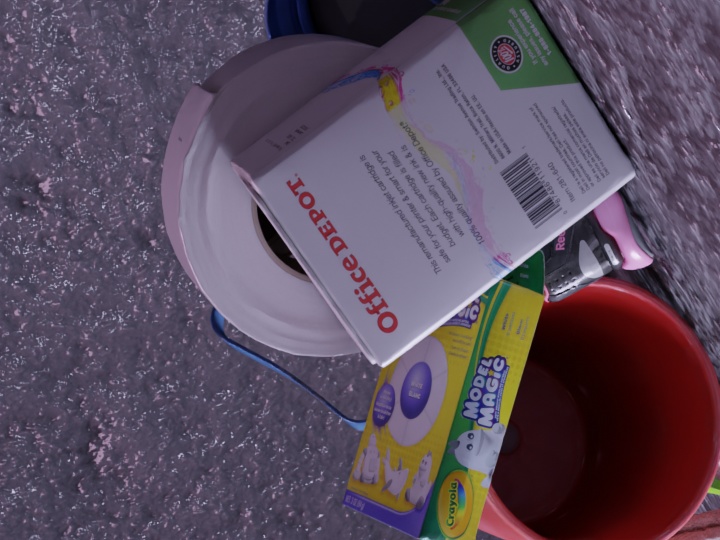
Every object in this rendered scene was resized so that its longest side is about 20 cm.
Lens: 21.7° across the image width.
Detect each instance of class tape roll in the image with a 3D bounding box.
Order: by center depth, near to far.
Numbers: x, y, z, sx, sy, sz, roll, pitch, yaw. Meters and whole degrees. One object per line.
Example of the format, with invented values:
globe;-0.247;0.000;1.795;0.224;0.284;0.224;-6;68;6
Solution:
tape roll;-0.027;-0.050;1.205;0.203;0.202;0.071;55;175;-18

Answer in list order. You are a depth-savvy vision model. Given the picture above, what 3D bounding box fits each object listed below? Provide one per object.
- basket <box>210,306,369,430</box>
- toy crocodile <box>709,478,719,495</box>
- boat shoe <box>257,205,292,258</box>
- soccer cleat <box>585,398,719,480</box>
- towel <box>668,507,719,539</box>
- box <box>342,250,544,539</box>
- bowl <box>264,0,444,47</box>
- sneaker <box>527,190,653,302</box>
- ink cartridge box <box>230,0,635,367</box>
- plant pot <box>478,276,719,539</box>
basket;0.000;0.000;1.384;0.176;0.201;0.139;29;174;32
toy crocodile;0.235;0.180;1.589;0.062;0.199;0.068;37;-129;-34
boat shoe;-0.061;-0.074;1.313;0.201;0.071;0.065;-68;-39;-50
soccer cleat;0.229;0.110;1.457;0.200;0.086;0.070;54;179;42
towel;0.248;0.223;1.425;0.133;0.198;0.035;55;-155;-56
box;0.057;0.075;1.244;0.048;0.202;0.117;20;175;-26
bowl;0.028;-0.143;1.267;0.200;0.039;0.201;27;150;17
sneaker;0.125;-0.037;1.304;0.079;0.095;0.200;53;-178;-24
ink cartridge box;0.042;-0.062;1.139;0.145;0.199;0.084;55;175;-17
plant pot;0.136;0.116;1.369;0.201;0.200;0.177;55;159;-2
